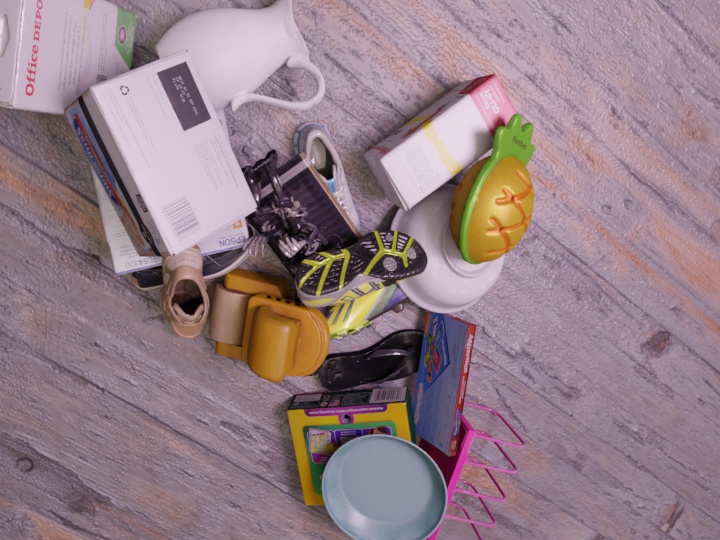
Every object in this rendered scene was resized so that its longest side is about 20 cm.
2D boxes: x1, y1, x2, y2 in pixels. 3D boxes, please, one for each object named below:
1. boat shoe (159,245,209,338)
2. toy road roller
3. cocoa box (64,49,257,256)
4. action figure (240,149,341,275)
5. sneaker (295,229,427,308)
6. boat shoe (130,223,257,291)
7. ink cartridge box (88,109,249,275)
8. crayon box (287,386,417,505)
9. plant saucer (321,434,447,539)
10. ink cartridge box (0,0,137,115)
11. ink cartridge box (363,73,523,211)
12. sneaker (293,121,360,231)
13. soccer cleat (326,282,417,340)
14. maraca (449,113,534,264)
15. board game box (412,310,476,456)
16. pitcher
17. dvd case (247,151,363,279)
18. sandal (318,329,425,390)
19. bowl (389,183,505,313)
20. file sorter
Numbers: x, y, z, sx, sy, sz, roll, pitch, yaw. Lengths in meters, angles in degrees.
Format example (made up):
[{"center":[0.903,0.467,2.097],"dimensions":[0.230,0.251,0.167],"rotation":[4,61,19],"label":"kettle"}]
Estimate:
[{"center":[-0.251,0.047,0.873],"dimensions":[0.069,0.066,0.202],"rotation":[-8,145,-15],"label":"boat shoe"},{"center":[-0.139,0.085,0.885],"dimensions":[0.194,0.146,0.126],"rotation":[13,101,10],"label":"toy road roller"},{"center":[-0.243,-0.135,0.751],"dimensions":[0.132,0.130,0.204],"rotation":[-35,111,-33],"label":"cocoa box"},{"center":[-0.107,-0.054,0.850],"dimensions":[0.117,0.102,0.203],"rotation":[-11,117,40],"label":"action figure"},{"center":[0.000,0.000,0.856],"dimensions":[0.195,0.077,0.077],"rotation":[-11,66,-17],"label":"sneaker"},{"center":[-0.246,-0.027,0.897],"dimensions":[0.195,0.076,0.063],"rotation":[-17,145,-2],"label":"boat shoe"},{"center":[-0.269,-0.114,0.867],"dimensions":[0.191,0.043,0.206],"rotation":[-12,94,-14],"label":"ink cartridge box"},{"center":[-0.006,0.286,0.994],"dimensions":[0.194,0.058,0.178],"rotation":[-6,106,12],"label":"crayon box"},{"center":[0.038,0.335,0.951],"dimensions":[0.194,0.036,0.206],"rotation":[3,108,8],"label":"plant saucer"},{"center":[-0.374,-0.270,0.753],"dimensions":[0.085,0.200,0.149],"rotation":[15,102,11],"label":"ink cartridge box"},{"center":[0.111,-0.186,0.887],"dimensions":[0.198,0.145,0.084],"rotation":[-36,106,0],"label":"ink cartridge box"},{"center":[-0.047,-0.116,0.909],"dimensions":[0.073,0.087,0.204],"rotation":[-23,107,-6],"label":"sneaker"},{"center":[0.001,0.049,0.976],"dimensions":[0.196,0.065,0.085],"rotation":[-26,83,0],"label":"soccer cleat"},{"center":[0.184,-0.105,0.826],"dimensions":[0.136,0.105,0.205],"rotation":[4,108,-56],"label":"maraca"},{"center":[0.127,0.172,0.964],"dimensions":[0.019,0.102,0.206],"rotation":[3,99,-34],"label":"board game box"},{"center":[-0.158,-0.273,0.826],"dimensions":[0.196,0.121,0.175],"rotation":[-24,80,-9],"label":"pitcher"},{"center":[-0.078,-0.057,0.911],"dimensions":[0.147,0.016,0.202],"rotation":[-25,110,35],"label":"dvd case"},{"center":[0.029,0.156,1.005],"dimensions":[0.195,0.043,0.078],"rotation":[-18,105,-5],"label":"sandal"},{"center":[0.147,-0.037,0.927],"dimensions":[0.195,0.090,0.208],"rotation":[1,88,-20],"label":"bowl"},{"center":[0.173,0.336,1.024],"dimensions":[0.122,0.139,0.205],"rotation":[16,100,-16],"label":"file sorter"}]
